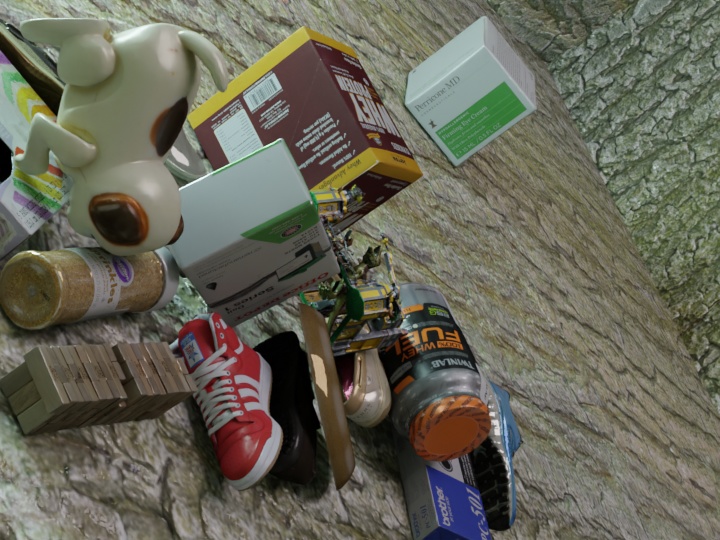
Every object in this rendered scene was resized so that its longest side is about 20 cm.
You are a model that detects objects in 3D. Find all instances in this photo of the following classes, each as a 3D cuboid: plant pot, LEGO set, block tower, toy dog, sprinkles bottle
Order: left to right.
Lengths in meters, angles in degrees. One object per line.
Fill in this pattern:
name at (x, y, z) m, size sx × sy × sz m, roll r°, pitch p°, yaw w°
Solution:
sprinkles bottle at (-0.240, 0.011, 1.217) m, size 0.068 × 0.068 × 0.200 m, roll 58°, pitch 21°, yaw 9°
block tower at (-0.221, 0.098, 1.146) m, size 0.054 × 0.058 × 0.200 m, roll 61°, pitch 19°, yaw 15°
toy dog at (-0.206, -0.113, 1.202) m, size 0.140 × 0.193 × 0.201 m, roll 2°, pitch 89°, yaw -82°
plant pot at (-0.034, 0.129, 1.415) m, size 0.200 × 0.027 × 0.201 m, roll 168°, pitch -90°, yaw -87°
LEGO set at (0.000, 0.000, 1.530) m, size 0.116 × 0.154 × 0.200 m, roll -8°, pitch 52°, yaw -32°

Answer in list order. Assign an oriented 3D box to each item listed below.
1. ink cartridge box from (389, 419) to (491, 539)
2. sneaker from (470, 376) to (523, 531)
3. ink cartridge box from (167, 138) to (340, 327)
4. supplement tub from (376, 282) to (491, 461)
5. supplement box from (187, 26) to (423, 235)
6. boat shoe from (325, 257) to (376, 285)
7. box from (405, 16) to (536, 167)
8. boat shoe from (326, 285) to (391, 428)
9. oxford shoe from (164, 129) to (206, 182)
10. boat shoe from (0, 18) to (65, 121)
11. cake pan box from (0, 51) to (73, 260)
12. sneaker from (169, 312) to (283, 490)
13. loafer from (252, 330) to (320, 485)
ink cartridge box at (0.095, 0.252, 1.619) m, size 0.094 × 0.044 × 0.200 m, roll 30°, pitch 31°, yaw -31°
sneaker at (0.181, 0.234, 1.738) m, size 0.090 × 0.078 × 0.201 m, roll 14°, pitch 64°, yaw -43°
ink cartridge box at (-0.110, -0.031, 1.373) m, size 0.084 × 0.146 × 0.200 m, roll 62°, pitch -2°, yaw 21°
supplement tub at (0.077, 0.121, 1.606) m, size 0.122 × 0.122 × 0.200 m, roll 35°, pitch 22°, yaw -43°
supplement box at (-0.069, -0.154, 1.677) m, size 0.200 × 0.197 × 0.133 m, roll 62°, pitch 21°, yaw 16°
boat shoe at (-0.026, 0.012, 1.707) m, size 0.200 × 0.063 × 0.073 m, roll 27°, pitch 34°, yaw -53°
box at (0.215, -0.350, 2.625) m, size 0.171 × 0.199 × 0.200 m, roll 48°, pitch 21°, yaw -17°
boat shoe at (-0.023, 0.090, 1.580) m, size 0.069 × 0.074 × 0.200 m, roll 27°, pitch 29°, yaw -43°
oxford shoe at (-0.239, -0.186, 1.547) m, size 0.200 × 0.058 × 0.075 m, roll 52°, pitch 18°, yaw -13°
boat shoe at (-0.315, -0.179, 1.337) m, size 0.200 × 0.073 × 0.065 m, roll 51°, pitch 25°, yaw -12°
cake pan box at (-0.340, -0.119, 1.221) m, size 0.184 × 0.052 × 0.200 m, roll 49°, pitch 21°, yaw -10°
sneaker at (-0.134, 0.117, 1.287) m, size 0.113 × 0.071 × 0.200 m, roll 49°, pitch 13°, yaw -28°
loafer at (-0.080, 0.145, 1.387) m, size 0.071 × 0.073 × 0.200 m, roll 56°, pitch 19°, yaw -35°
